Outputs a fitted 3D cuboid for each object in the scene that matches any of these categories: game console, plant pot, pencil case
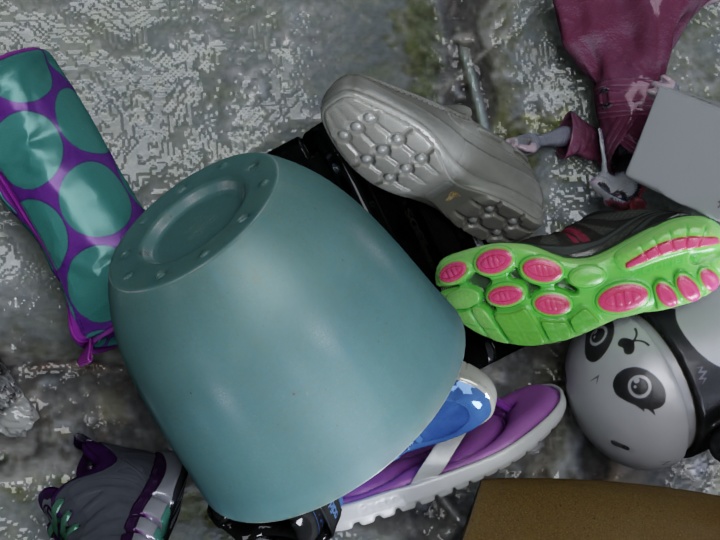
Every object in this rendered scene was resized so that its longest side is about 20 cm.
[{"bbox_3d":[0.000,0.000,1.290,0.176,0.116,0.201,-22,85,-47],"label":"game console"},{"bbox_3d":[-0.061,0.026,1.121,0.201,0.200,0.161,-45,118,-18],"label":"plant pot"},{"bbox_3d":[0.161,0.215,1.220,0.199,0.186,0.187,20,75,5],"label":"plant pot"},{"bbox_3d":[-0.198,-0.044,1.214,0.092,0.085,0.200,-31,88,-29],"label":"pencil case"}]

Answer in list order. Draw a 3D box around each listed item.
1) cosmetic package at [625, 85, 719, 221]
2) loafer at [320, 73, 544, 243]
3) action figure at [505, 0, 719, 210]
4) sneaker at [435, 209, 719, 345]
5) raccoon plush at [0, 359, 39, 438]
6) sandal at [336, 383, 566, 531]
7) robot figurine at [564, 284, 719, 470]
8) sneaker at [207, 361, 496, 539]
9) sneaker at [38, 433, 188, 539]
[{"bbox_3d":[0.292,-0.067,1.281,0.199,0.101,0.072,8,106,-45],"label":"cosmetic package"},{"bbox_3d":[0.050,-0.085,1.253,0.200,0.070,0.070,32,44,-37],"label":"loafer"},{"bbox_3d":[0.194,-0.131,1.342,0.149,0.133,0.201,-4,93,-58],"label":"action figure"},{"bbox_3d":[0.151,0.002,1.243,0.199,0.084,0.077,-7,103,4],"label":"sneaker"},{"bbox_3d":[-0.316,0.054,1.166,0.134,0.097,0.200,-35,89,-10],"label":"raccoon plush"},{"bbox_3d":[0.052,0.117,1.242,0.202,0.082,0.050,-26,111,-16],"label":"sandal"},{"bbox_3d":[0.240,0.059,1.282,0.199,0.150,0.125,-24,99,-17],"label":"robot figurine"},{"bbox_3d":[-0.008,0.126,1.175,0.199,0.077,0.112,-11,42,20],"label":"sneaker"},{"bbox_3d":[-0.174,0.183,1.152,0.087,0.075,0.200,16,34,1],"label":"sneaker"}]
